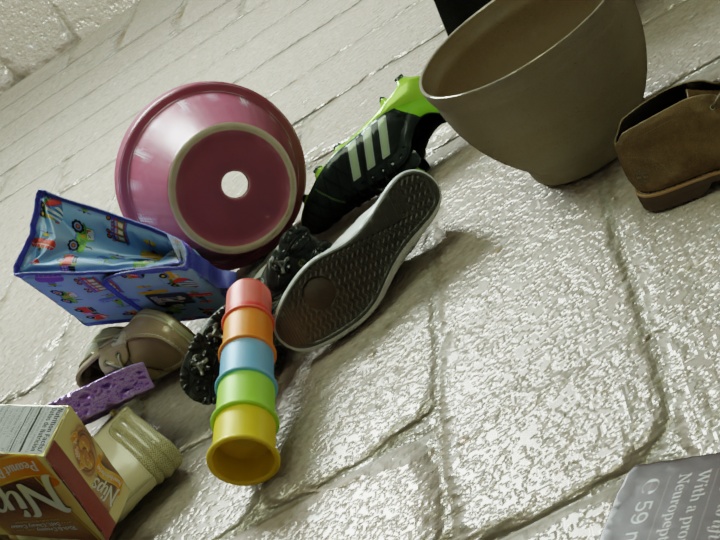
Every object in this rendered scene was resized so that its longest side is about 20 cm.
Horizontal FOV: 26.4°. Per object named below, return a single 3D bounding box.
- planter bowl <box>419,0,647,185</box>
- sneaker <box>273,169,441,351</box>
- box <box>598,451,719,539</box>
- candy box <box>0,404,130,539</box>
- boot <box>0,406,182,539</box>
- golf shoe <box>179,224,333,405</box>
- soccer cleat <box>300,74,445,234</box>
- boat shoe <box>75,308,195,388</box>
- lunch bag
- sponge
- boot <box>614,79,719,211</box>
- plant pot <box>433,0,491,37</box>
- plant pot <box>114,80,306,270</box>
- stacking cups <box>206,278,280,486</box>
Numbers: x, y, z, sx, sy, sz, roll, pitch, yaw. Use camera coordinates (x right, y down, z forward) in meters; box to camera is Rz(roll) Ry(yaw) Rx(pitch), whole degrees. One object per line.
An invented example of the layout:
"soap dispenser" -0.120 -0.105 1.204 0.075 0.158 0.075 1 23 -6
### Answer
"planter bowl" 0.169 -0.161 1.342 0.200 0.135 0.200 -30 23 14
"sneaker" 0.000 0.000 1.390 0.200 0.073 0.085 -46 -5 -10
"box" 0.203 0.175 0.599 0.199 0.164 0.166 -17 29 39
"candy box" -0.302 0.163 1.251 0.199 0.116 0.055 -2 47 24
"boot" -0.257 0.186 1.357 0.156 0.073 0.200 -48 31 -22
"golf shoe" -0.097 0.051 1.421 0.200 0.078 0.094 -49 4 -24
"soccer cleat" 0.017 -0.107 1.550 0.200 0.081 0.067 -50 -23 7
"boat shoe" -0.223 0.088 1.517 0.200 0.072 0.065 -14 36 54
"lunch bag" -0.208 -0.002 1.497 0.199 0.151 0.095 6 71 21
"sponge" -0.267 0.134 1.425 0.111 0.030 0.200 -26 -3 -24
"boot" 0.287 -0.117 1.166 0.199 0.076 0.074 -25 23 24
"plant pot" 0.182 -0.334 1.605 0.177 0.201 0.200 -12 31 25
"plant pot" -0.144 -0.090 1.549 0.200 0.200 0.179 -39 14 -6
"stacking cups" -0.093 0.089 1.290 0.060 0.061 0.200 -28 34 20
